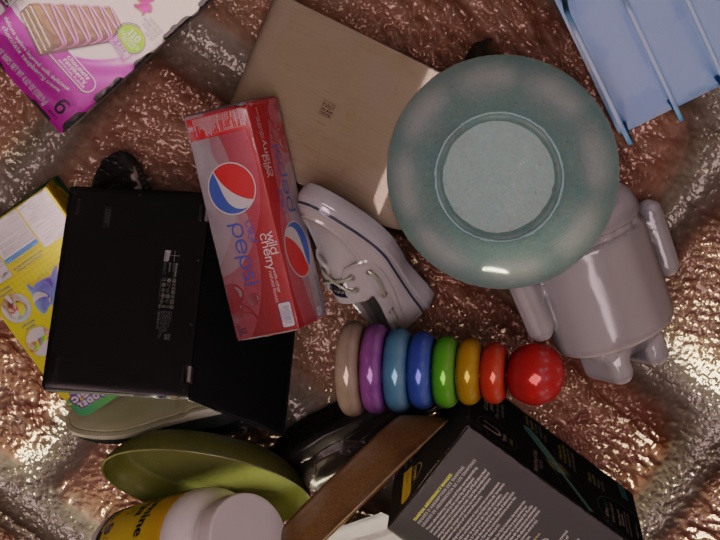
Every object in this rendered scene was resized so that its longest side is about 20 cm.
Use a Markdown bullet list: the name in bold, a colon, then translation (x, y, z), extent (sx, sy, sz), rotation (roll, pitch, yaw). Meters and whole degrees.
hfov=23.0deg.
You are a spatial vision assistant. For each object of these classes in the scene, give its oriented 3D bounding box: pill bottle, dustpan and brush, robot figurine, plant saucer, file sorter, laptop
- **pill bottle**: translation (-0.158, 0.261, 1.627), extent (0.200, 0.112, 0.113), rotation (-21, 106, 48)
- **dustpan and brush**: translation (0.047, 0.302, 1.693), extent (0.139, 0.057, 0.200), rotation (-24, 109, 41)
- **robot figurine**: translation (0.208, -0.001, 1.572), extent (0.169, 0.113, 0.201), rotation (-26, 104, -24)
- **plant saucer**: translation (-0.006, 0.189, 1.549), extent (0.035, 0.200, 0.200), rotation (46, 104, 6)
- **plant saucer**: translation (0.118, -0.081, 1.490), extent (0.200, 0.039, 0.202), rotation (1, 98, 9)
- **file sorter**: translation (0.285, -0.211, 1.504), extent (0.199, 0.123, 0.139), rotation (-26, 103, 10)
- **plant saucer**: translation (-0.140, 0.188, 1.637), extent (0.199, 0.200, 0.031), rotation (8, 65, 2)
- **laptop**: translation (-0.162, 0.037, 1.568), extent (0.199, 0.116, 0.188), rotation (3, 70, 4)

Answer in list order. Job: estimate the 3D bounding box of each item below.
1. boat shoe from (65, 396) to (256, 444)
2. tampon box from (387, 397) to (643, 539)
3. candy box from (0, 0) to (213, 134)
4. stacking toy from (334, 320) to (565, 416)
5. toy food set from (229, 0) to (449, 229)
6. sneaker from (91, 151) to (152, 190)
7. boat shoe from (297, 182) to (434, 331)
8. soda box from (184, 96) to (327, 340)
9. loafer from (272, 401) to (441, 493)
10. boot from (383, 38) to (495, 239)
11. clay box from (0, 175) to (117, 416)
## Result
- **boat shoe**: translation (-0.181, 0.139, 1.666), extent (0.198, 0.075, 0.066), rotation (-15, 133, 16)
- **tampon box**: translation (0.140, 0.219, 1.619), extent (0.200, 0.150, 0.126), rotation (36, 104, -5)
- **candy box**: translation (-0.234, -0.238, 1.569), extent (0.200, 0.061, 0.136), rotation (-40, 98, 13)
- **stacking toy**: translation (0.081, 0.087, 1.558), extent (0.199, 0.085, 0.086), rotation (-1, 106, 12)
- **toy food set**: translation (-0.019, -0.144, 1.565), extent (0.199, 0.060, 0.144), rotation (27, 103, 14)
- **sneaker**: translation (-0.191, -0.012, 1.628), extent (0.066, 0.090, 0.201), rotation (-23, 78, 30)
- **boat shoe**: translation (0.000, 0.000, 1.561), extent (0.200, 0.073, 0.067), rotation (44, 74, -43)
- **soda box**: translation (-0.090, -0.046, 1.532), extent (0.063, 0.070, 0.201), rotation (-11, 95, 23)
- **loafer**: translation (0.015, 0.146, 1.657), extent (0.199, 0.073, 0.071), rotation (-28, 112, 17)
- **boot**: translation (0.064, -0.114, 1.573), extent (0.096, 0.075, 0.201), rotation (9, 108, -1)
- **clay box**: translation (-0.274, 0.027, 1.652), extent (0.115, 0.048, 0.200), rotation (-32, 102, 12)
